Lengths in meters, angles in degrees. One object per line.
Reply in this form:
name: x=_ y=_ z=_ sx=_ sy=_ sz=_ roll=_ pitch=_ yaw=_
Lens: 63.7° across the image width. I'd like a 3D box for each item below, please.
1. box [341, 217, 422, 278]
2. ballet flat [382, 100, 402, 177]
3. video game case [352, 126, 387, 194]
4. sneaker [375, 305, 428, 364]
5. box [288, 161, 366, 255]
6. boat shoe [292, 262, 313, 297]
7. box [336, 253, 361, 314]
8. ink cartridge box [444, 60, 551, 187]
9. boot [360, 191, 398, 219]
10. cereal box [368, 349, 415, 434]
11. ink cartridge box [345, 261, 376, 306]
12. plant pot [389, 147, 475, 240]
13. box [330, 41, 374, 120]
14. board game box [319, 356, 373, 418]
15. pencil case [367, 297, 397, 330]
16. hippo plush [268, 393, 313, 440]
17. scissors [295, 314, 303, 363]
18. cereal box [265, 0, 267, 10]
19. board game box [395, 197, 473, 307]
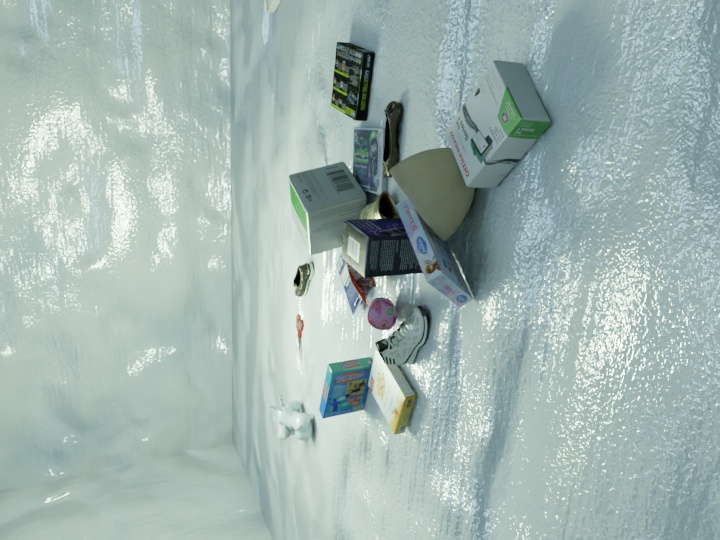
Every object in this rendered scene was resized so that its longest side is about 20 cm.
box: x=0.069 y=-0.062 z=1.472 sx=0.148 sy=0.195 sz=0.107 roll=38 pitch=128 yaw=55
ballet flat: x=0.078 y=-0.355 z=1.577 sx=0.067 sy=0.045 sz=0.206 roll=-136 pitch=47 yaw=-55
video game case: x=0.026 y=-0.329 z=1.722 sx=0.199 sy=0.023 sz=0.188 roll=-151 pitch=60 yaw=-61
sneaker: x=0.106 y=0.182 z=1.535 sx=0.076 sy=0.112 sz=0.204 roll=59 pitch=144 yaw=42
box: x=-0.102 y=-0.194 z=1.791 sx=0.174 sy=0.195 sz=0.201 roll=89 pitch=158 yaw=-44
boat shoe: x=-0.241 y=0.040 z=2.321 sx=0.203 sy=0.059 sz=0.073 roll=117 pitch=140 yaw=-48
box: x=-0.025 y=0.028 z=1.885 sx=0.122 sy=0.032 sz=0.204 roll=118 pitch=141 yaw=-50
ink cartridge box: x=0.264 y=-0.281 z=1.144 sx=0.201 sy=0.082 sz=0.149 roll=-55 pitch=46 yaw=52
boot: x=0.057 y=-0.106 z=1.639 sx=0.155 sy=0.071 sz=0.206 roll=148 pitch=120 yaw=-65
cereal box: x=0.086 y=0.346 z=1.678 sx=0.201 sy=0.038 sz=0.147 roll=-126 pitch=39 yaw=-48
ink cartridge box: x=0.000 y=0.000 z=1.699 sx=0.110 sy=0.049 sz=0.202 roll=57 pitch=-170 yaw=-36
plant pot: x=0.177 y=-0.187 z=1.270 sx=0.134 sy=0.199 sz=0.203 roll=-38 pitch=50 yaw=14
box: x=-0.028 y=-0.579 z=1.769 sx=0.200 sy=0.046 sz=0.198 roll=-134 pitch=43 yaw=-53
board game box: x=-0.046 y=0.376 z=1.856 sx=0.045 sy=0.148 sz=0.204 roll=55 pitch=141 yaw=46
pencil case: x=0.059 y=0.115 z=1.579 sx=0.200 sy=0.085 sz=0.090 roll=57 pitch=-153 yaw=-87
hippo plush: x=-0.260 y=0.618 z=2.424 sx=0.157 sy=0.159 sz=0.205 roll=5 pitch=117 yaw=34
scissors: x=-0.262 y=0.288 z=2.472 sx=0.073 sy=0.014 sz=0.206 roll=38 pitch=129 yaw=55
cereal box: x=-0.345 y=-1.169 z=2.354 sx=0.199 sy=0.038 sz=0.149 roll=163 pitch=101 yaw=-65
board game box: x=0.166 y=-0.038 z=1.294 sx=0.041 sy=0.199 sz=0.204 roll=-29 pitch=59 yaw=18
